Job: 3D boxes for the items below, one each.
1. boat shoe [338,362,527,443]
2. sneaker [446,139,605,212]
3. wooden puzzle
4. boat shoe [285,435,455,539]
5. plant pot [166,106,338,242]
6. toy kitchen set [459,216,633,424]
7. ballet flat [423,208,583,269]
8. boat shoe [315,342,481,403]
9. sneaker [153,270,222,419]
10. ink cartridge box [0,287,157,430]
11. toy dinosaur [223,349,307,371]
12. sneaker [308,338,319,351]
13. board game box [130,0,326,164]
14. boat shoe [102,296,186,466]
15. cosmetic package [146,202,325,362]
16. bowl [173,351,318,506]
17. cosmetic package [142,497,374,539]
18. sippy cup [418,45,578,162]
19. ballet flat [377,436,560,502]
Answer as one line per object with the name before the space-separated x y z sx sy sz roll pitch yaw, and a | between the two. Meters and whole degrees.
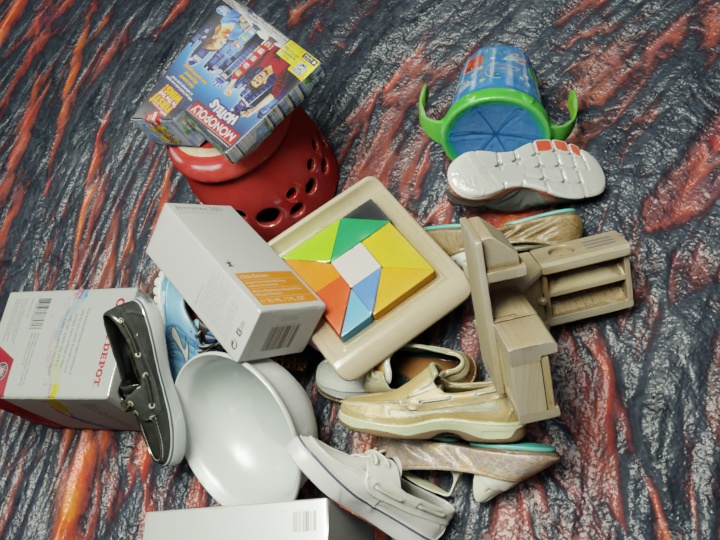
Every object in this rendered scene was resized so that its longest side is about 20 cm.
boat shoe | 0.075 0.134 0.800 0.199 0.072 0.077 -1 98 8
sneaker | 0.198 -0.109 0.932 0.199 0.082 0.077 1 69 -6
wooden puzzle | 0.000 0.000 0.876 0.185 0.037 0.200 -35 65 -10
boat shoe | 0.015 0.215 0.765 0.066 0.200 0.072 -52 15 -2
plant pot | -0.151 -0.157 1.023 0.199 0.183 0.201 -9 63 17
toy kitchen set | 0.200 0.011 0.745 0.180 0.164 0.200 -13 23 1
ballet flat | 0.168 -0.026 0.911 0.199 0.068 0.073 -6 81 13
boat shoe | 0.036 0.113 0.875 0.199 0.068 0.075 -6 61 18
sneaker | -0.201 0.090 0.923 0.090 0.078 0.201 -5 95 47
ink cartridge box | -0.345 0.117 0.969 0.199 0.145 0.146 -2 62 20
toy dinosaur | -0.133 0.063 0.968 0.200 0.102 0.136 33 98 15
sneaker | -0.012 0.011 0.947 0.088 0.081 0.200 23 68 36
board game box | -0.166 -0.210 0.911 0.200 0.062 0.200 -44 58 -3
boat shoe | -0.250 0.132 0.863 0.068 0.056 0.201 -3 99 46
cosmetic package | -0.143 0.008 0.852 0.200 0.101 0.071 43 118 30
bowl | -0.116 0.175 0.863 0.200 0.090 0.202 13 112 35
cosmetic package | -0.101 0.283 0.788 0.199 0.151 0.052 -10 62 16
sippy cup | 0.175 -0.212 0.966 0.140 0.177 0.131 -41 31 47
ballet flat | 0.113 0.209 0.808 0.199 0.068 0.068 2 83 27
